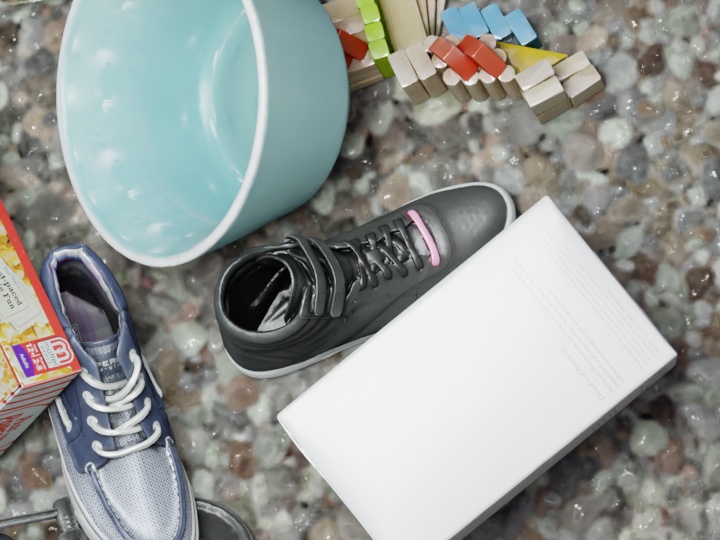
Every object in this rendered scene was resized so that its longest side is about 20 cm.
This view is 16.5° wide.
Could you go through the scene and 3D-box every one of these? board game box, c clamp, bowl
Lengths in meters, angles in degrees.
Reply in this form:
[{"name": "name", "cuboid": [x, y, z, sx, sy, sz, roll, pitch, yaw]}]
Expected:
[{"name": "board game box", "cuboid": [-0.259, 0.012, 1.509, 0.151, 0.046, 0.200, -42, 70, 47]}, {"name": "c clamp", "cuboid": [-0.133, 0.215, 1.478, 0.171, 0.027, 0.200, -17, 63, -15]}, {"name": "bowl", "cuboid": [-0.082, -0.105, 1.479, 0.201, 0.105, 0.201, 5, 96, 49]}]

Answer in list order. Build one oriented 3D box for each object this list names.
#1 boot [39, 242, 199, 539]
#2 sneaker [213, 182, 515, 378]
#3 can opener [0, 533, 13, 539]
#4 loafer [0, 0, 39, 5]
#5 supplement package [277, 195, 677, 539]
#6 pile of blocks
[{"name": "boot", "cuboid": [-0.151, 0.085, 1.480, 0.073, 0.090, 0.200, -21, 68, -17]}, {"name": "sneaker", "cuboid": [0.000, 0.000, 1.479, 0.200, 0.099, 0.071, -27, 74, 4]}, {"name": "can opener", "cuboid": [-0.306, 0.166, 1.528, 0.200, 0.063, 0.079, 7, 81, 13]}, {"name": "loafer", "cuboid": [-0.147, -0.194, 1.559, 0.200, 0.076, 0.068, 3, 82, 21]}, {"name": "supplement package", "cuboid": [0.070, 0.069, 1.437, 0.200, 0.121, 0.120, -39, 82, 2]}, {"name": "pile of blocks", "cuboid": [0.049, -0.141, 1.513, 0.200, 0.062, 0.082, 7, 82, 12]}]
